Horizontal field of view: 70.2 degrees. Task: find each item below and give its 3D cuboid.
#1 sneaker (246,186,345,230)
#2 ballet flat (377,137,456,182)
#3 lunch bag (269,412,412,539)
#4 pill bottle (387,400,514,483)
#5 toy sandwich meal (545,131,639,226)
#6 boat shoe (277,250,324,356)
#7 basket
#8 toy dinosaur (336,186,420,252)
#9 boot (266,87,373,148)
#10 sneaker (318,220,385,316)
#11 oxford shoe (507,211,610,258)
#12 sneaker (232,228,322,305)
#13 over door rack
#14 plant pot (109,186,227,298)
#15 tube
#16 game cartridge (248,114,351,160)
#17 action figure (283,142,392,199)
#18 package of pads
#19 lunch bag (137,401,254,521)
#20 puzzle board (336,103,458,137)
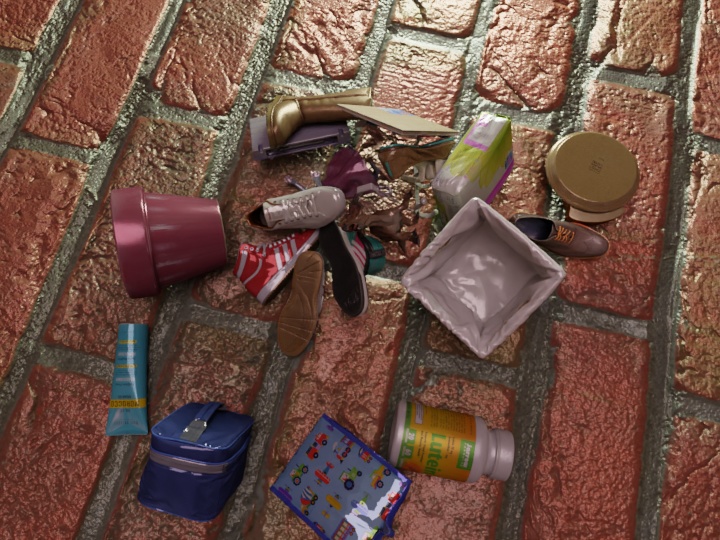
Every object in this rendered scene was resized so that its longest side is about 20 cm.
[{"bbox_3d":[-0.123,-0.104,0.937,0.199,0.085,0.073,-10,97,31],"label":"sneaker"},{"bbox_3d":[0.110,-0.198,0.934,0.200,0.068,0.073,-21,102,-46],"label":"ballet flat"},{"bbox_3d":[-0.021,0.355,0.826,0.200,0.094,0.151,26,73,40],"label":"lunch bag"},{"bbox_3d":[0.152,0.297,0.877,0.199,0.111,0.111,11,74,3],"label":"pill bottle"},{"bbox_3d":[0.467,-0.187,1.041,0.204,0.070,0.206,-1,70,2],"label":"toy sandwich meal"},{"bbox_3d":[-0.102,0.062,0.968,0.071,0.069,0.201,17,96,10],"label":"boat shoe"},{"bbox_3d":[0.215,0.008,0.906,0.200,0.161,0.198,43,104,11],"label":"basket"},{"bbox_3d":[0.038,-0.087,0.949,0.135,0.200,0.086,-4,76,12],"label":"toy dinosaur"},{"bbox_3d":[-0.076,-0.306,1.001,0.199,0.066,0.175,-2,46,5],"label":"boot"},{"bbox_3d":[0.000,0.000,0.956,0.084,0.121,0.200,-39,55,34],"label":"sneaker"},{"bbox_3d":[0.384,-0.064,0.991,0.199,0.073,0.072,14,98,8],"label":"oxford shoe"},{"bbox_3d":[-0.160,-0.042,0.995,0.112,0.071,0.200,40,80,7],"label":"sneaker"},{"bbox_3d":[0.080,-0.195,0.988,0.200,0.067,0.148,14,67,-42],"label":"over door rack"},{"bbox_3d":[-0.347,-0.058,0.948,0.178,0.200,0.201,-9,74,-19],"label":"plant pot"},{"bbox_3d":[-0.424,0.199,0.943,0.077,0.050,0.201,-3,79,7],"label":"tube"},{"bbox_3d":[-0.127,-0.290,1.060,0.199,0.038,0.130,-12,44,-3],"label":"game cartridge"},{"bbox_3d":[-0.062,-0.155,1.030,0.200,0.134,0.149,-44,117,-2],"label":"action figure"},{"bbox_3d":[0.222,-0.186,0.988,0.068,0.155,0.200,28,75,30],"label":"package of pads"},{"bbox_3d":[-0.257,0.292,0.840,0.135,0.200,0.133,14,93,2],"label":"lunch bag"},{"bbox_3d":[0.072,-0.274,0.947,0.151,0.200,0.017,30,118,29],"label":"puzzle board"}]
